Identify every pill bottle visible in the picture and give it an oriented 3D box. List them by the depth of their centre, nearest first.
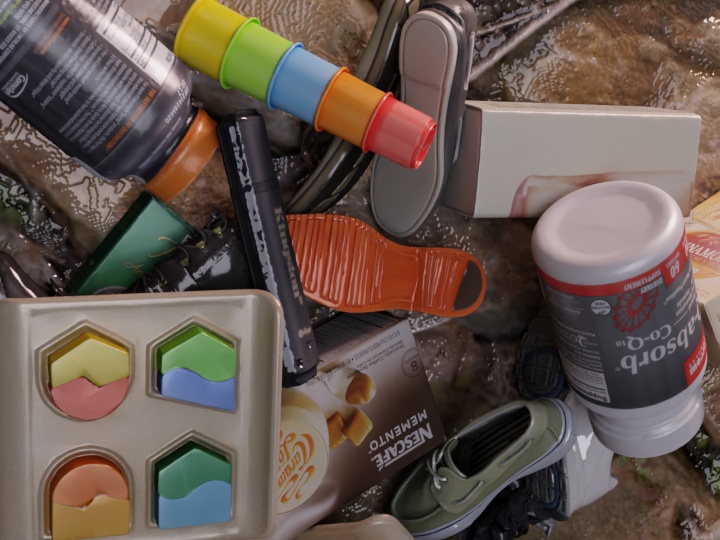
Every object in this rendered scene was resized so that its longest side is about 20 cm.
[{"bbox_3d":[-0.192,-0.136,0.856,0.200,0.106,0.107,40,87,-22],"label":"pill bottle"},{"bbox_3d":[0.209,0.042,0.946,0.115,0.116,0.202,-29,125,-11],"label":"pill bottle"}]

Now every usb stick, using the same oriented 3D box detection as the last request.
[{"bbox_3d":[-0.067,-0.017,0.876,0.032,0.055,0.203,-12,94,11],"label":"usb stick"}]

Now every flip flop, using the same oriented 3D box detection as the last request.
[{"bbox_3d":[-0.012,-0.130,0.944,0.057,0.081,0.202,26,102,14],"label":"flip flop"}]

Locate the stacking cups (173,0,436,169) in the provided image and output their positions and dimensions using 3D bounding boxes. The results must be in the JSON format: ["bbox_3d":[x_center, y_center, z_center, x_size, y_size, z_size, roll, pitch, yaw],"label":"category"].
[{"bbox_3d":[-0.040,-0.131,0.888,0.198,0.060,0.061,30,91,8],"label":"stacking cups"}]

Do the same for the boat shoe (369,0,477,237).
[{"bbox_3d":[0.055,-0.117,0.949,0.057,0.066,0.202,-37,147,-44],"label":"boat shoe"}]

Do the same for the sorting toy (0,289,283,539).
[{"bbox_3d":[-0.152,0.109,0.831,0.197,0.036,0.188,-1,103,-16],"label":"sorting toy"}]

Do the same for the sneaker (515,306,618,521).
[{"bbox_3d":[0.190,0.116,1.072,0.086,0.074,0.203,-11,109,-32],"label":"sneaker"}]

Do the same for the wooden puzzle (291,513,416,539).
[{"bbox_3d":[0.006,0.261,0.987,0.186,0.199,0.047,49,47,-21],"label":"wooden puzzle"}]

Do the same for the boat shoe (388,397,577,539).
[{"bbox_3d":[0.087,0.158,0.995,0.062,0.073,0.200,22,129,-40],"label":"boat shoe"}]

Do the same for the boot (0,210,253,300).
[{"bbox_3d":[-0.161,0.018,0.881,0.174,0.069,0.201,-42,116,-13],"label":"boot"}]

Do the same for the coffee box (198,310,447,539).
[{"bbox_3d":[-0.043,0.125,0.955,0.198,0.079,0.116,-27,110,-26],"label":"coffee box"}]

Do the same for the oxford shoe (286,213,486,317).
[{"bbox_3d":[0.000,0.000,0.965,0.198,0.073,0.072,15,86,-26],"label":"oxford shoe"}]

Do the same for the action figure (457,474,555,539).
[{"bbox_3d":[0.120,0.257,1.046,0.101,0.119,0.202,25,102,-12],"label":"action figure"}]

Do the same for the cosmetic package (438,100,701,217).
[{"bbox_3d":[0.166,-0.092,0.993,0.197,0.103,0.089,0,102,-18],"label":"cosmetic package"}]

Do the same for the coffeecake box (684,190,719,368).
[{"bbox_3d":[0.340,-0.012,1.042,0.199,0.153,0.074,-32,110,-11],"label":"coffeecake box"}]

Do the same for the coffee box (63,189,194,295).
[{"bbox_3d":[-0.180,0.053,0.933,0.123,0.044,0.201,38,87,-22],"label":"coffee box"}]
